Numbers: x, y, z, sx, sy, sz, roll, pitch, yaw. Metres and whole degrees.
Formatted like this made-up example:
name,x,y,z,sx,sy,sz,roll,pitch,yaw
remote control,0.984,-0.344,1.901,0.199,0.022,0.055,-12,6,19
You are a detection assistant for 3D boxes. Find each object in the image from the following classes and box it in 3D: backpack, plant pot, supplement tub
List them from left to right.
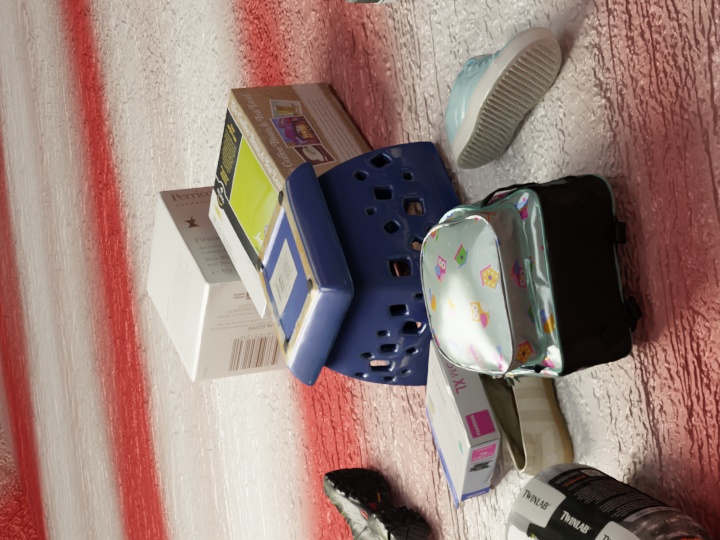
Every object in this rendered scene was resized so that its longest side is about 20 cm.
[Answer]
name,x,y,z,sx,sy,sz,roll,pitch,yaw
plant pot,0.000,0.000,1.653,0.201,0.178,0.201,114,144,-49
backpack,0.139,0.013,1.413,0.200,0.152,0.178,171,87,-71
supplement tub,0.220,0.246,1.324,0.200,0.121,0.124,-159,65,-62

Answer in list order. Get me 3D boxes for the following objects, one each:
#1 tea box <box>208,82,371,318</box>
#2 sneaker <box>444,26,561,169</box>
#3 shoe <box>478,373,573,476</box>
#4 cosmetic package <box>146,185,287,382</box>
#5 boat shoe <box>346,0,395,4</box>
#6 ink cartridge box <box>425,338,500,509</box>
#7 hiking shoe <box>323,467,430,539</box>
name,x,y,z,sx,sy,sz,roll,pitch,yaw
tea box,-0.079,-0.087,1.867,0.201,0.132,0.198,-121,34,-41
sneaker,0.122,-0.180,1.486,0.083,0.073,0.200,68,150,23
shoe,0.149,0.107,1.521,0.070,0.053,0.201,-57,46,54
cosmetic package,-0.167,0.011,2.039,0.200,0.166,0.167,56,144,43
boat shoe,0.011,-0.386,1.679,0.074,0.067,0.201,46,136,52
ink cartridge box,0.102,0.158,1.605,0.200,0.042,0.120,94,160,-63
hiking shoe,0.008,0.306,1.844,0.200,0.075,0.102,37,125,56
